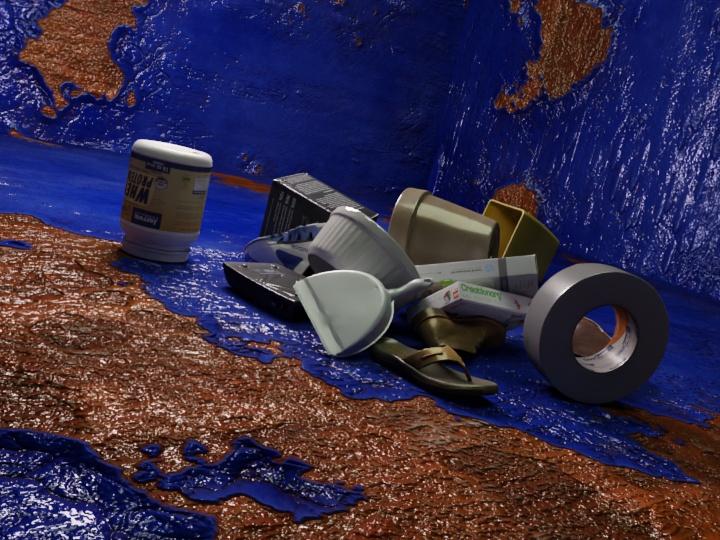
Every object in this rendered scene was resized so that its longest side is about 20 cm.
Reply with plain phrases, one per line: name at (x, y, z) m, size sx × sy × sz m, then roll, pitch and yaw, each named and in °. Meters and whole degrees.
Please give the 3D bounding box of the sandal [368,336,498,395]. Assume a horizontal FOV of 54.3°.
sandal at (0.098, 0.122, 0.965) m, size 0.200 × 0.055 × 0.082 m, roll 23°, pitch 14°, yaw 41°

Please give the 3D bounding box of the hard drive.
hard drive at (-0.130, 0.032, 1.174) m, size 0.135 × 0.042 × 0.200 m, roll 2°, pitch 17°, yaw -46°

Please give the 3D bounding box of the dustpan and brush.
dustpan and brush at (0.019, 0.043, 1.031) m, size 0.200 × 0.057 × 0.140 m, roll -24°, pitch 59°, yaw -11°

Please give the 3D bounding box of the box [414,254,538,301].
box at (0.203, 0.033, 1.209) m, size 0.200 × 0.041 × 0.156 m, roll -4°, pitch -28°, yaw 11°

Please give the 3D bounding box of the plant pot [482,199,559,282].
plant pot at (0.447, -0.066, 2.028) m, size 0.176 × 0.200 × 0.200 m, roll 22°, pitch 7°, yaw -22°

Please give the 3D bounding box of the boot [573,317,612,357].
boot at (0.381, 0.129, 1.223) m, size 0.200 × 0.072 × 0.166 m, roll 26°, pitch 14°, yaw 36°

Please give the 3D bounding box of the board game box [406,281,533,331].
board game box at (0.192, 0.070, 1.175) m, size 0.200 × 0.035 × 0.126 m, roll 12°, pitch -29°, yaw -37°

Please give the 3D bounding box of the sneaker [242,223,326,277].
sneaker at (-0.133, -0.011, 1.308) m, size 0.199 × 0.115 × 0.080 m, roll -15°, pitch -10°, yaw 37°

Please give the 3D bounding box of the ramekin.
ramekin at (0.000, 0.000, 1.156) m, size 0.202 × 0.094 × 0.202 m, roll 41°, pitch -16°, yaw 15°

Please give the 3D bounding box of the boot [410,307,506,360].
boot at (0.168, 0.115, 1.122) m, size 0.200 × 0.074 × 0.076 m, roll 10°, pitch 40°, yaw -39°

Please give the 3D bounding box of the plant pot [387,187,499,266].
plant pot at (0.158, -0.043, 1.283) m, size 0.173 × 0.200 × 0.200 m, roll 8°, pitch 9°, yaw 20°

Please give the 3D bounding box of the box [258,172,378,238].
box at (-0.086, -0.081, 1.382) m, size 0.200 × 0.148 × 0.104 m, roll 32°, pitch 30°, yaw 23°

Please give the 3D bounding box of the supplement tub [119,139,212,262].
supplement tub at (-0.358, -0.127, 1.284) m, size 0.144 × 0.200 × 0.144 m, roll 13°, pitch 11°, yaw -2°

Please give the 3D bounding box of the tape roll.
tape roll at (0.346, 0.092, 1.037) m, size 0.200 × 0.201 × 0.066 m, roll 11°, pitch 11°, yaw -12°
